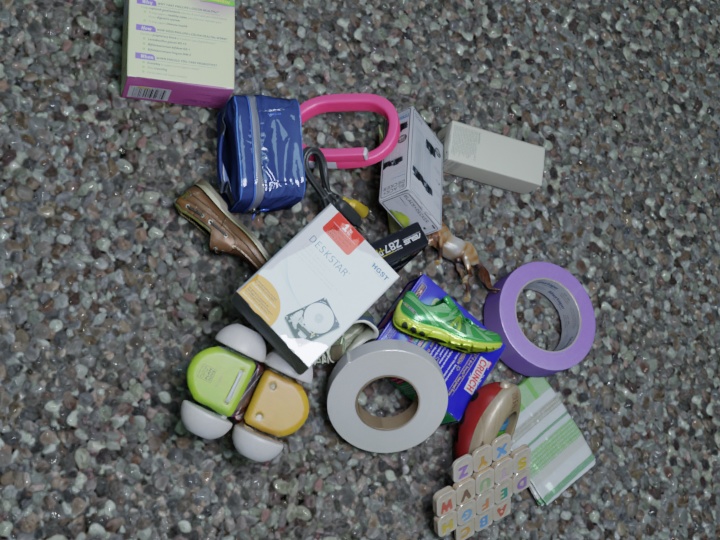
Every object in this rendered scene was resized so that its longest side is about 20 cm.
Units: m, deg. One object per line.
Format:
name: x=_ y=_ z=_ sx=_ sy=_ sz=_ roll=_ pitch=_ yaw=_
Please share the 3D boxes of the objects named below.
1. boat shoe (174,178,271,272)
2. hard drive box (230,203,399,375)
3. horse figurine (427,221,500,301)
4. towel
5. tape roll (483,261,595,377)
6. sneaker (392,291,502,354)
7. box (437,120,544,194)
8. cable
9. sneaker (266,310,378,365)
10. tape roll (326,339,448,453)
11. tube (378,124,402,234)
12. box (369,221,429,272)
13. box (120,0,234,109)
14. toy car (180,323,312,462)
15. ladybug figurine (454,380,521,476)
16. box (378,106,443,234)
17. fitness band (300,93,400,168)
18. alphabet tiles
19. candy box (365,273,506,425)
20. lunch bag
boat shoe: x=-0.222 y=-0.054 z=1.541 sx=0.068 sy=0.072 sz=0.200 roll=-42 pitch=85 yaw=-19
hard drive box: x=-0.068 y=0.028 z=1.402 sx=0.156 sy=0.077 sz=0.200 roll=45 pitch=70 yaw=0
horse figurine: x=0.164 y=-0.030 z=1.672 sx=0.199 sy=0.050 sz=0.133 roll=37 pitch=39 yaw=-16
towel: x=0.323 y=0.301 z=1.695 sx=0.149 sy=0.031 sz=0.201 roll=-31 pitch=89 yaw=-26
tape roll: x=0.326 y=0.089 z=1.707 sx=0.198 sy=0.066 sz=0.202 roll=7 pitch=71 yaw=-20
sneaker: x=0.153 y=0.086 z=1.564 sx=0.198 sy=0.074 sz=0.084 roll=19 pitch=74 yaw=-16
box: x=0.240 y=-0.208 z=1.747 sx=0.198 sy=0.068 sz=0.083 roll=15 pitch=73 yaw=-18
cable: x=-0.056 y=-0.118 z=1.594 sx=0.097 sy=0.050 sz=0.200 roll=-48 pitch=120 yaw=-11
sneaker: x=-0.058 y=0.119 z=1.540 sx=0.199 sy=0.090 sz=0.068 roll=-28 pitch=134 yaw=-24
tape roll: x=0.043 y=0.206 z=1.534 sx=0.201 sy=0.037 sz=0.205 roll=-2 pitch=117 yaw=-4
tube: x=0.064 y=-0.157 z=1.679 sx=0.051 sy=0.058 sz=0.202 roll=-6 pitch=82 yaw=-14
box: x=0.000 y=0.000 z=1.559 sx=0.199 sy=0.161 sz=0.049 roll=-26 pitch=83 yaw=-24
box: x=-0.303 y=-0.387 z=1.562 sx=0.174 sy=0.097 sz=0.202 roll=3 pitch=78 yaw=-20
toy car: x=-0.181 y=0.184 z=1.458 sx=0.199 sy=0.150 sz=0.176 roll=27 pitch=84 yaw=-18
ladybug figurine: x=0.212 y=0.269 z=1.593 sx=0.135 sy=0.072 sz=0.202 roll=-18 pitch=129 yaw=-55
box: x=0.090 y=-0.169 z=1.621 sx=0.117 sy=0.060 sz=0.201 roll=44 pitch=38 yaw=-41
fitness band: x=-0.031 y=-0.242 z=1.613 sx=0.198 sy=0.038 sz=0.145 roll=1 pitch=59 yaw=12
alphabet tiles: x=0.206 y=0.367 z=1.570 sx=0.199 sy=0.015 sz=0.197 roll=-23 pitch=128 yaw=-24
candy box: x=0.126 y=0.138 z=1.624 sx=0.200 sy=0.077 sz=0.170 roll=41 pitch=67 yaw=-7
lunch bag: x=-0.173 y=-0.182 z=1.546 sx=0.131 sy=0.136 sz=0.202 roll=-1 pitch=80 yaw=-21
